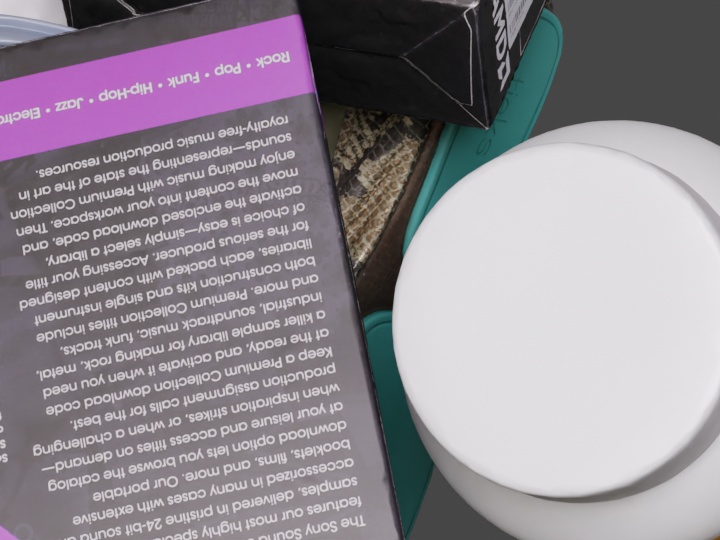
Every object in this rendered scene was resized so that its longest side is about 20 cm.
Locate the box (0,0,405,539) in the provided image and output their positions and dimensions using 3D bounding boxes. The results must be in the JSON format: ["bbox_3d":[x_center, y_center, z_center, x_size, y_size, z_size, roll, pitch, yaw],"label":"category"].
[{"bbox_3d":[-0.066,0.038,0.730,0.143,0.036,0.201,-12,69,3],"label":"box"}]

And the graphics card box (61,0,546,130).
[{"bbox_3d":[0.007,-0.132,0.843,0.125,0.051,0.200,12,51,17],"label":"graphics card box"}]

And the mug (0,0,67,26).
[{"bbox_3d":[-0.156,-0.076,0.869,0.147,0.200,0.176,-20,85,46],"label":"mug"}]

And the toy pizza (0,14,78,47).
[{"bbox_3d":[-0.110,0.025,0.825,0.199,0.032,0.201,-3,108,-11],"label":"toy pizza"}]

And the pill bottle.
[{"bbox_3d":[0.074,0.021,0.785,0.112,0.200,0.113,-2,84,16],"label":"pill bottle"}]

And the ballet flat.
[{"bbox_3d":[0.000,0.000,0.883,0.075,0.068,0.201,22,98,37],"label":"ballet flat"}]
